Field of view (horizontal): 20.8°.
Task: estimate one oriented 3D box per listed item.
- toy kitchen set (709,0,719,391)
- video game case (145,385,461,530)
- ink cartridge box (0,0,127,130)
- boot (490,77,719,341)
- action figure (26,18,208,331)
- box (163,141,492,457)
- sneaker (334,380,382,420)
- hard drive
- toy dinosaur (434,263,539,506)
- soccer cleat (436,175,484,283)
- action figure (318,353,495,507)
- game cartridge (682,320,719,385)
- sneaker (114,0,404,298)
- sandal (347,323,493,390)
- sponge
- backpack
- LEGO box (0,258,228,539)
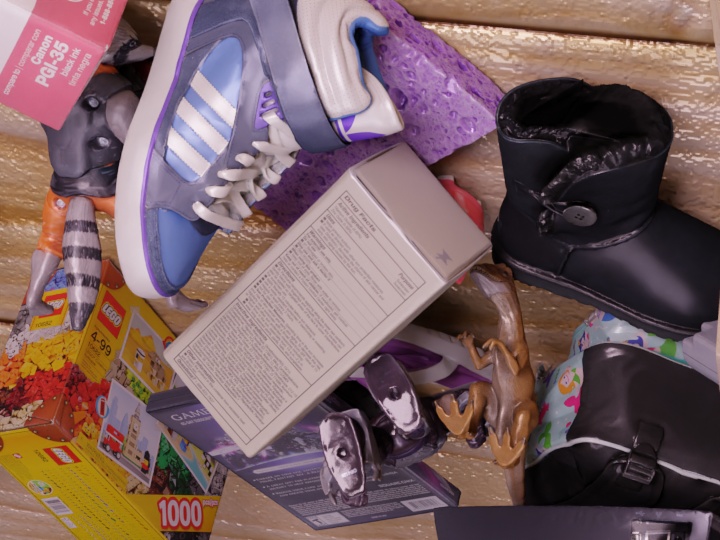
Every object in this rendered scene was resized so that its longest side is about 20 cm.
[{"bbox_3d":[0.275,-0.062,1.066,0.163,0.181,0.200,-1,139,17],"label":"toy kitchen set"},{"bbox_3d":[-0.041,0.134,1.446,0.143,0.019,0.200,-15,138,38],"label":"video game case"},{"bbox_3d":[-0.226,-0.190,1.092,0.200,0.147,0.083,25,140,-14],"label":"ink cartridge box"},{"bbox_3d":[0.175,-0.036,1.202,0.200,0.076,0.168,16,152,9],"label":"boot"},{"bbox_3d":[-0.142,-0.066,1.217,0.200,0.105,0.194,0,101,28],"label":"action figure"},{"bbox_3d":[-0.022,0.019,1.237,0.200,0.078,0.095,-41,86,32],"label":"box"},{"bbox_3d":[-0.012,0.079,1.433,0.090,0.067,0.200,-17,137,30],"label":"sneaker"},{"bbox_3d":[0.159,0.189,1.286,0.200,0.042,0.135,-4,155,33],"label":"hard drive"},{"bbox_3d":[0.097,0.096,1.258,0.060,0.106,0.200,5,109,25],"label":"toy dinosaur"},{"bbox_3d":[0.000,0.000,1.316,0.200,0.077,0.067,-23,129,38],"label":"soccer cleat"},{"bbox_3d":[0.024,0.112,1.310,0.130,0.069,0.200,-35,166,6],"label":"action figure"},{"bbox_3d":[0.310,0.043,1.176,0.200,0.133,0.042,-12,109,-12],"label":"game cartridge"},{"bbox_3d":[-0.052,-0.072,1.131,0.146,0.200,0.081,10,174,21],"label":"sneaker"},{"bbox_3d":[0.025,0.067,1.361,0.203,0.050,0.082,16,163,-35],"label":"sandal"},{"bbox_3d":[-0.015,-0.092,1.243,0.112,0.030,0.200,36,137,-26],"label":"sponge"},{"bbox_3d":[0.196,0.115,1.332,0.177,0.151,0.200,18,152,-7],"label":"backpack"},{"bbox_3d":[-0.182,0.114,1.459,0.077,0.149,0.200,-10,137,28],"label":"LEGO box"}]
